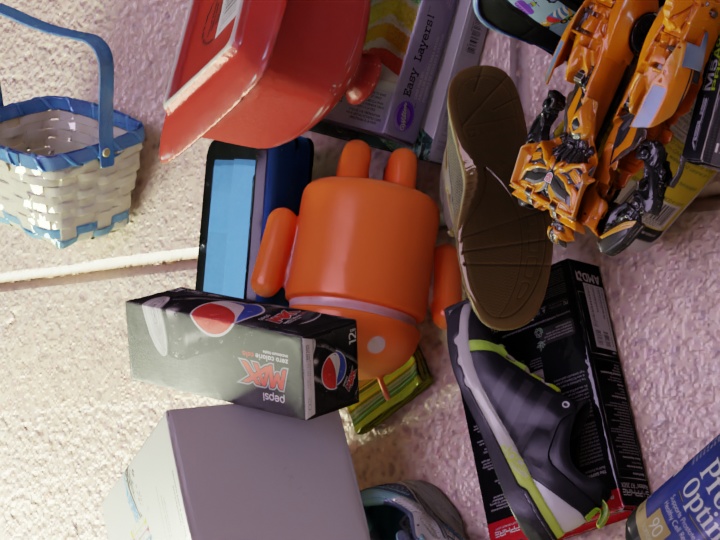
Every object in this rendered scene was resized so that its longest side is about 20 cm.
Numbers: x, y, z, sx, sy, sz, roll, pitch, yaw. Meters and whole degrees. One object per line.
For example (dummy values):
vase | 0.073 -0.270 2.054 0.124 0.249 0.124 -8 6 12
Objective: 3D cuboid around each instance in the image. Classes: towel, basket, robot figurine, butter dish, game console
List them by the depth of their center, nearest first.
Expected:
robot figurine | 0.171 -0.112 1.461 0.145 0.058 0.201 33 102 48
butter dish | -0.052 -0.176 1.645 0.199 0.147 0.201 -34 38 55
robot figurine | 0.002 0.000 1.678 0.116 0.144 0.201 -2 74 46
towel | -0.009 0.033 1.761 0.086 0.018 0.201 -39 60 27
game console | -0.109 -0.018 1.777 0.118 0.171 0.201 4 89 15
basket | -0.287 -0.135 1.925 0.176 0.139 0.201 24 128 39

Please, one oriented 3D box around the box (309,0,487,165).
box | 0.011 -0.178 1.770 0.200 0.036 0.145 17 93 41

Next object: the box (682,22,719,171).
box | 0.323 -0.151 1.438 0.044 0.160 0.201 -153 77 -79

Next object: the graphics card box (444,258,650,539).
graphics card box | 0.141 0.105 1.605 0.125 0.051 0.201 -25 69 34

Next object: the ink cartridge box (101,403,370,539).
ink cartridge box | -0.102 0.209 1.677 0.200 0.147 0.145 127 133 -56

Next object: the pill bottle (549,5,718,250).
pill bottle | 0.231 -0.122 1.530 0.200 0.114 0.114 -50 56 21

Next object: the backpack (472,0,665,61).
backpack | 0.163 -0.249 1.552 0.182 0.200 0.135 -37 61 29

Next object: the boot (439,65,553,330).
boot | 0.099 -0.037 1.600 0.072 0.155 0.201 -6 74 -3

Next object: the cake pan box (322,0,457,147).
cake pan box | -0.013 -0.215 1.743 0.200 0.052 0.185 21 93 40

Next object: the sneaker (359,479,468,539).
sneaker | 0.062 0.236 1.623 0.200 0.086 0.078 37 107 37

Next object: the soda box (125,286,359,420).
soda box | -0.094 0.062 1.637 0.199 0.063 0.071 9 107 41

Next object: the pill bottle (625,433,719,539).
pill bottle | 0.286 0.151 1.439 0.200 0.112 0.112 -46 57 24

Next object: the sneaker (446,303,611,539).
sneaker | 0.130 0.107 1.554 0.083 0.072 0.201 -25 66 8
